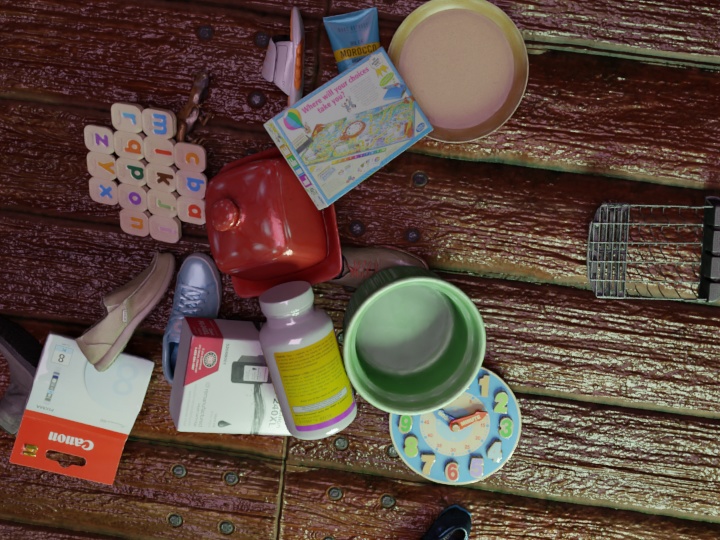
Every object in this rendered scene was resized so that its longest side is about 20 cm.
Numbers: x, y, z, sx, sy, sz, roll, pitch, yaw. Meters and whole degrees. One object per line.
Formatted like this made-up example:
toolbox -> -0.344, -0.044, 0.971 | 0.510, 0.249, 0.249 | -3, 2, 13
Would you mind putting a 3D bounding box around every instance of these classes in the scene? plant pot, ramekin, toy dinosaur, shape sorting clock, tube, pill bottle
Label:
plant pot -> 0.135, -0.281, 1.316 | 0.198, 0.027, 0.202 | 1, 101, 4
ramekin -> 0.067, 0.091, 1.314 | 0.198, 0.098, 0.202 | -3, 107, -9
toy dinosaur -> -0.266, -0.194, 1.353 | 0.200, 0.060, 0.106 | -47, 67, 11
shape sorting clock -> 0.142, 0.231, 1.412 | 0.198, 0.039, 0.202 | 1, 101, 4
tube -> 0.005, -0.263, 1.321 | 0.077, 0.050, 0.202 | -13, 96, -9
pill bottle -> -0.076, 0.120, 1.277 | 0.103, 0.104, 0.201 | -13, 109, 6

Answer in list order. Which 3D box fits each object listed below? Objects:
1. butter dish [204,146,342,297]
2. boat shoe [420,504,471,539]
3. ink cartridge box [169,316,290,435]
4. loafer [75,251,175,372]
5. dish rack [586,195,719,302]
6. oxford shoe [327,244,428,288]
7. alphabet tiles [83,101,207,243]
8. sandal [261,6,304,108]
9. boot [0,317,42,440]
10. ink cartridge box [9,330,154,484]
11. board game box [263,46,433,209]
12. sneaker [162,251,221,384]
butter dish -> -0.144, -0.072, 1.274 | 0.198, 0.147, 0.202 | -12, 83, 31
boat shoe -> 0.103, 0.453, 1.443 | 0.084, 0.069, 0.201 | 22, 102, -1
ink cartridge box -> -0.163, 0.154, 1.356 | 0.198, 0.083, 0.146 | 6, 104, -22
loafer -> -0.340, 0.049, 1.359 | 0.068, 0.076, 0.201 | 36, 75, -17
dish rack -> 0.422, -0.028, 1.336 | 0.198, 0.055, 0.155 | 1, 100, 5
oxford shoe -> 0.000, 0.000, 1.355 | 0.198, 0.075, 0.071 | 5, 101, 3
alphabet tiles -> -0.305, -0.139, 1.343 | 0.194, 0.015, 0.201 | 12, 119, 16
sandal -> -0.110, -0.261, 1.308 | 0.059, 0.079, 0.208 | 3, 103, 0
boot -> -0.527, 0.180, 1.430 | 0.130, 0.068, 0.200 | -41, 97, 11
ink cartridge box -> -0.413, 0.207, 1.390 | 0.159, 0.047, 0.202 | 18, 84, -19
board game box -> -0.013, -0.193, 1.259 | 0.200, 0.034, 0.135 | -37, 100, -23
sneaker -> -0.250, 0.076, 1.383 | 0.073, 0.082, 0.202 | 8, 102, 1
